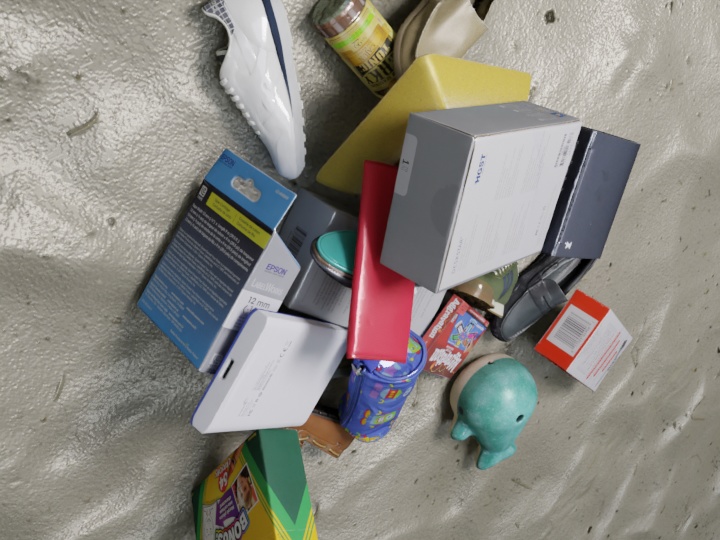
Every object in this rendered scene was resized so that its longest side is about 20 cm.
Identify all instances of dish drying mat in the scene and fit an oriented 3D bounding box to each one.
[{"bbox_3d":[0.025,-0.008,0.753,0.077,0.018,0.201,10,82,-36],"label":"dish drying mat"}]

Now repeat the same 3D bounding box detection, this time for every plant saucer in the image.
[{"bbox_3d":[0.080,-0.142,0.814,0.200,0.049,0.200,-7,153,-46],"label":"plant saucer"}]

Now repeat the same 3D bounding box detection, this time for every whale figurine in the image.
[{"bbox_3d":[0.211,0.226,1.114,0.159,0.104,0.201,-21,120,-22],"label":"whale figurine"}]

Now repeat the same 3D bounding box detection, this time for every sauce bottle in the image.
[{"bbox_3d":[0.031,-0.231,0.829,0.200,0.065,0.065,39,89,-36],"label":"sauce bottle"}]

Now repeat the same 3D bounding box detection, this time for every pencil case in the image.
[{"bbox_3d":[0.020,0.141,0.901,0.087,0.078,0.200,-18,151,-22],"label":"pencil case"}]

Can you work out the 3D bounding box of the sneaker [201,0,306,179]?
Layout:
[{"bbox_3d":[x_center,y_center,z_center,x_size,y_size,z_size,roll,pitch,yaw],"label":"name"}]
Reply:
[{"bbox_3d":[-0.106,-0.190,0.773,0.080,0.076,0.201,-16,114,-11],"label":"sneaker"}]

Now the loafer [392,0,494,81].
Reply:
[{"bbox_3d":[0.096,-0.268,0.805,0.076,0.067,0.201,39,62,-39],"label":"loafer"}]

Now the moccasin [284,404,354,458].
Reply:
[{"bbox_3d":[-0.092,0.202,0.952,0.201,0.074,0.078,29,87,-45],"label":"moccasin"}]

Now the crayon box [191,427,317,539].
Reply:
[{"bbox_3d":[-0.129,0.306,0.859,0.058,0.173,0.200,11,139,-33],"label":"crayon box"}]

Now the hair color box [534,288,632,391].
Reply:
[{"bbox_3d":[0.347,0.112,1.129,0.111,0.064,0.200,-55,146,2],"label":"hair color box"}]

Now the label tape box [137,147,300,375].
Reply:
[{"bbox_3d":[-0.137,-0.010,0.775,0.066,0.143,0.200,25,97,-50],"label":"label tape box"}]

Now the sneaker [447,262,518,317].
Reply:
[{"bbox_3d":[0.169,0.004,0.981,0.090,0.067,0.200,-68,159,-3],"label":"sneaker"}]

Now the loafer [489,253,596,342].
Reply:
[{"bbox_3d":[0.270,0.027,1.078,0.201,0.070,0.068,-47,125,-6],"label":"loafer"}]

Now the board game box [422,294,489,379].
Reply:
[{"bbox_3d":[0.124,0.095,0.995,0.103,0.019,0.200,-54,158,2],"label":"board game box"}]

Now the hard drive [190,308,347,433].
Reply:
[{"bbox_3d":[-0.087,0.112,0.797,0.132,0.025,0.200,-60,155,4],"label":"hard drive"}]

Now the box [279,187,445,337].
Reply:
[{"bbox_3d":[0.000,0.000,0.894,0.200,0.097,0.125,21,99,-35],"label":"box"}]

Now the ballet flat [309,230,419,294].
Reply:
[{"bbox_3d":[0.023,-0.003,0.807,0.199,0.073,0.073,-2,112,-35],"label":"ballet flat"}]

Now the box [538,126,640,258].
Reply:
[{"bbox_3d":[0.209,-0.114,0.894,0.104,0.200,0.149,1,111,-42],"label":"box"}]

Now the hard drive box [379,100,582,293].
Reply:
[{"bbox_3d":[0.124,-0.081,0.740,0.200,0.077,0.156,-17,128,-46],"label":"hard drive box"}]

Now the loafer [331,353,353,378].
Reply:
[{"bbox_3d":[-0.087,0.092,0.907,0.199,0.075,0.070,5,104,-42],"label":"loafer"}]
